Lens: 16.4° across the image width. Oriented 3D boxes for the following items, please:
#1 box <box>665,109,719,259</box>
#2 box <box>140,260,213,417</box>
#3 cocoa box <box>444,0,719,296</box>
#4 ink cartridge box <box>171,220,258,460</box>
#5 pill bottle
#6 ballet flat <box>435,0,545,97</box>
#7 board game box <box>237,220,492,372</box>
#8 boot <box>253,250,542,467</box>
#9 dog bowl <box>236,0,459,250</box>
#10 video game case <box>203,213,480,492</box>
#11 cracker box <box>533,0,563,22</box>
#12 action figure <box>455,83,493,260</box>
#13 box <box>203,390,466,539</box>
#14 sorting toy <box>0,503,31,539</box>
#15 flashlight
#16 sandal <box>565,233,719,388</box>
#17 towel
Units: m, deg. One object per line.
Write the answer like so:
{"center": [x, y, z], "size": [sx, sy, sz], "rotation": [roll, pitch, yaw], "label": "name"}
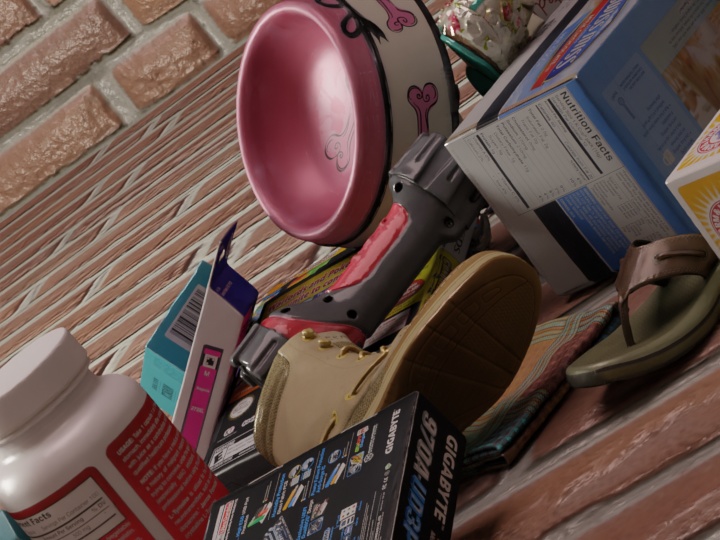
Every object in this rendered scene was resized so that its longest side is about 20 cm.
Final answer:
{"center": [0.267, -0.079, 1.325], "size": [0.112, 0.102, 0.200], "rotation": [-24, 19, 48], "label": "box"}
{"center": [-0.128, 0.058, 1.922], "size": [0.083, 0.049, 0.200], "rotation": [-57, -1, -15], "label": "box"}
{"center": [0.177, -0.106, 1.602], "size": [0.131, 0.134, 0.200], "rotation": [-25, 18, 48], "label": "cocoa box"}
{"center": [-0.105, 0.071, 1.744], "size": [0.095, 0.037, 0.201], "rotation": [-68, -9, -79], "label": "ink cartridge box"}
{"center": [-0.151, 0.138, 1.530], "size": [0.112, 0.200, 0.112], "rotation": [-36, 13, 9], "label": "pill bottle"}
{"center": [0.103, -0.154, 1.710], "size": [0.064, 0.075, 0.200], "rotation": [-59, -14, -2], "label": "ballet flat"}
{"center": [-0.015, 0.036, 1.834], "size": [0.200, 0.057, 0.165], "rotation": [-30, 15, 36], "label": "board game box"}
{"center": [0.016, 0.057, 1.484], "size": [0.201, 0.073, 0.155], "rotation": [-59, 27, 7], "label": "boot"}
{"center": [-0.016, -0.107, 1.740], "size": [0.073, 0.201, 0.200], "rotation": [-8, -6, -33], "label": "dog bowl"}
{"center": [-0.015, 0.053, 1.664], "size": [0.200, 0.025, 0.181], "rotation": [-29, 29, 38], "label": "video game case"}
{"center": [0.164, -0.185, 1.762], "size": [0.134, 0.200, 0.058], "rotation": [-26, 19, 45], "label": "cracker box"}
{"center": [0.095, -0.057, 1.749], "size": [0.118, 0.103, 0.200], "rotation": [-23, 39, -31], "label": "action figure"}
{"center": [-0.027, 0.173, 1.316], "size": [0.159, 0.046, 0.201], "rotation": [-31, 28, 30], "label": "box"}
{"center": [-0.222, 0.232, 1.529], "size": [0.106, 0.201, 0.180], "rotation": [-15, 15, -3], "label": "sorting toy"}
{"center": [0.000, 0.000, 1.601], "size": [0.200, 0.068, 0.068], "rotation": [-54, 28, -12], "label": "flashlight"}
{"center": [0.179, -0.003, 1.412], "size": [0.201, 0.057, 0.080], "rotation": [-45, 14, -25], "label": "sandal"}
{"center": [0.063, 0.083, 1.528], "size": [0.200, 0.022, 0.147], "rotation": [-22, 22, 53], "label": "towel"}
